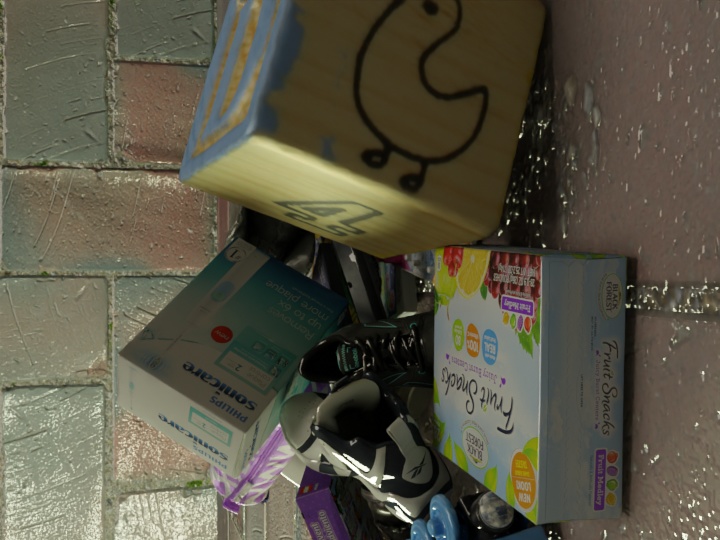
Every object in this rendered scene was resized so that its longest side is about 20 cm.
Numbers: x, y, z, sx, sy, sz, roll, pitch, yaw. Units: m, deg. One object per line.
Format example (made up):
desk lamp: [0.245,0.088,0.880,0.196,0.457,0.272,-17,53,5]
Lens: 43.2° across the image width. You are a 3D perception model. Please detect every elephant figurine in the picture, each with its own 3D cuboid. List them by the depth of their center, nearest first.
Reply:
elephant figurine: [-0.108,-0.043,1.079,0.155,0.140,0.202,37,-111,-71]

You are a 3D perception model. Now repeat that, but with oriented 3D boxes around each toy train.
toy train: [0.089,0.245,0.718,0.201,0.086,0.115,108,149,-54]

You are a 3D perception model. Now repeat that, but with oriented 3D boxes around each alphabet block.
alphabet block: [-0.004,-0.136,0.710,0.196,0.198,0.197,-6,67,65]

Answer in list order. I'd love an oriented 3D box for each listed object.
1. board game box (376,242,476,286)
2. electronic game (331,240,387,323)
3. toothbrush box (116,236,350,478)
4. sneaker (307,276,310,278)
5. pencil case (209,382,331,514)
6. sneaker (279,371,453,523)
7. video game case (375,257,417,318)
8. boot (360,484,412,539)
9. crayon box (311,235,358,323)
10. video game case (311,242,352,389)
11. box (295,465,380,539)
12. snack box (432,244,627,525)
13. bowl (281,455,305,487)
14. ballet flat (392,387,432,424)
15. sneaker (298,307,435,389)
board game box: [0.063,-0.091,0.886,0.200,0.026,0.202,-153,65,-69]
electronic game: [0.000,0.000,0.966,0.200,0.041,0.202,161,90,-88]
toothbrush box: [-0.124,0.081,0.907,0.200,0.146,0.086,-50,-16,-41]
sneaker: [-0.109,0.046,1.170,0.200,0.076,0.076,-80,3,-78]
pencil case: [-0.107,0.189,1.038,0.201,0.083,0.086,-59,6,32]
sneaker: [-0.015,0.126,0.787,0.199,0.079,0.130,30,151,47]
video game case: [0.024,0.002,1.080,0.200,0.018,0.145,133,135,-68]
boot: [0.051,0.291,0.863,0.200,0.068,0.176,65,-163,-68]
crayon box: [-0.026,0.024,1.136,0.126,0.051,0.202,-144,54,-71]
video game case: [-0.046,0.089,1.079,0.144,0.019,0.201,-107,24,-43]
box: [-0.010,0.239,0.946,0.200,0.039,0.138,-68,-43,-73]
snack box: [0.113,0.068,0.655,0.200,0.067,0.171,-163,73,-76]
bowl: [-0.077,0.190,1.221,0.200,0.074,0.201,47,-163,-37]
ballet flat: [0.039,0.133,0.929,0.201,0.075,0.064,104,152,-48]
sneaker: [0.029,0.079,0.818,0.199,0.079,0.076,-14,86,41]
